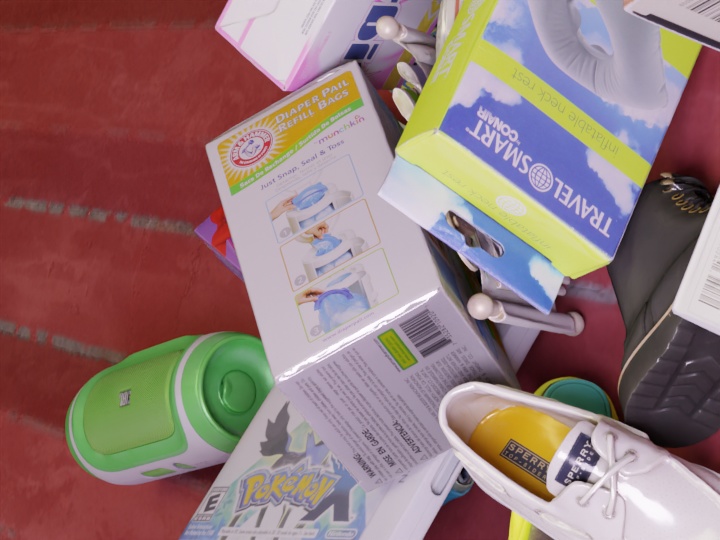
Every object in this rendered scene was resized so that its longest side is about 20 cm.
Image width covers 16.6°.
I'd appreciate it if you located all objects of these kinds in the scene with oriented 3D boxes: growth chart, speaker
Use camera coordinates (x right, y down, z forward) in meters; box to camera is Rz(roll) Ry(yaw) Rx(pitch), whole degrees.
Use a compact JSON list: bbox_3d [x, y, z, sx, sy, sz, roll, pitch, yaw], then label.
[{"bbox_3d":[0.064,-0.051,1.341,0.018,0.145,0.201,-30,62,24],"label":"growth chart"},{"bbox_3d":[-0.126,0.095,1.676,0.200,0.088,0.089,-20,59,56],"label":"speaker"}]

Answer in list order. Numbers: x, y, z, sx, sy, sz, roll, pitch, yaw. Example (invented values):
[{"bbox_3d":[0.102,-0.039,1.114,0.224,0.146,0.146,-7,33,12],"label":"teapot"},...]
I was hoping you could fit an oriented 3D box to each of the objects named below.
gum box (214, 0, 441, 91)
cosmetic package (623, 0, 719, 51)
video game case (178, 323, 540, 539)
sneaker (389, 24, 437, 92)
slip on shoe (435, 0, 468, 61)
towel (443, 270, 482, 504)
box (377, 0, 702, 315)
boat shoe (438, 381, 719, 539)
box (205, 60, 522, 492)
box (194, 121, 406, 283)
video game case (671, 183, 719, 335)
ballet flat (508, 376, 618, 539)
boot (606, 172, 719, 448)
[{"bbox_3d":[0.015,-0.201,1.396,0.066,0.113,0.200,43,117,26],"label":"gum box"},{"bbox_3d":[0.196,-0.220,1.256,0.087,0.103,0.201,-27,51,52],"label":"cosmetic package"},{"bbox_3d":[-0.001,0.091,1.403,0.200,0.022,0.183,-7,44,52],"label":"video game case"},{"bbox_3d":[0.027,-0.128,1.501,0.076,0.105,0.200,-64,30,16],"label":"sneaker"},{"bbox_3d":[0.094,-0.167,1.361,0.200,0.061,0.074,-49,-28,-46],"label":"slip on shoe"},{"bbox_3d":[0.011,0.090,1.503,0.200,0.022,0.147,-30,50,52],"label":"towel"},{"bbox_3d":[0.100,-0.093,1.278,0.048,0.122,0.200,-24,36,57],"label":"box"},{"bbox_3d":[0.117,0.104,1.199,0.200,0.070,0.071,28,81,40],"label":"boat shoe"},{"bbox_3d":[0.000,0.000,1.344,0.101,0.113,0.200,-29,43,9],"label":"box"},{"bbox_3d":[-0.013,-0.033,1.527,0.137,0.039,0.200,-44,28,-4],"label":"box"},{"bbox_3d":[0.242,-0.011,1.071,0.200,0.018,0.144,26,99,37],"label":"video game case"},{"bbox_3d":[0.103,0.154,1.279,0.067,0.067,0.201,117,161,-64],"label":"ballet flat"},{"bbox_3d":[0.181,-0.028,1.219,0.200,0.077,0.139,-50,29,30],"label":"boot"}]
